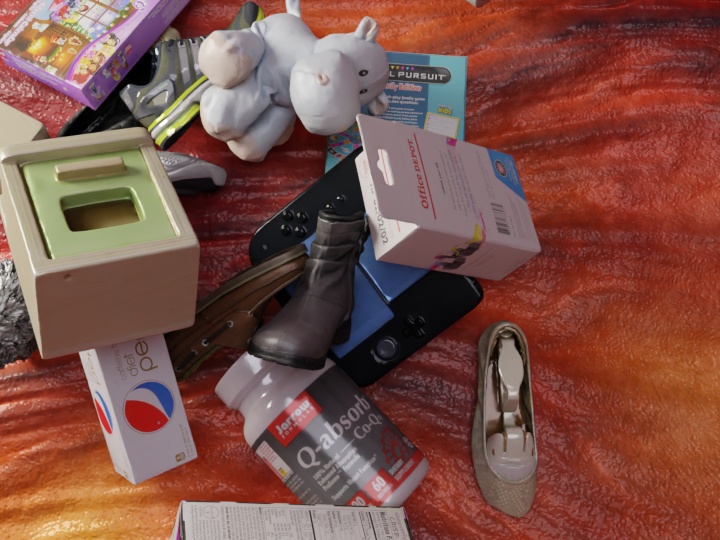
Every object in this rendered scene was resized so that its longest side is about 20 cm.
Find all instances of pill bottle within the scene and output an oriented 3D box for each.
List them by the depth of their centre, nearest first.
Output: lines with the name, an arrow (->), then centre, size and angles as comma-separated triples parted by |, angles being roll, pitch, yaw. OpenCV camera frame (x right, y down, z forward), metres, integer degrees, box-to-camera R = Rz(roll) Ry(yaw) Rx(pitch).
pill bottle -> -0.040, 0.157, 0.852 | 0.116, 0.116, 0.200 | -44, 82, -12

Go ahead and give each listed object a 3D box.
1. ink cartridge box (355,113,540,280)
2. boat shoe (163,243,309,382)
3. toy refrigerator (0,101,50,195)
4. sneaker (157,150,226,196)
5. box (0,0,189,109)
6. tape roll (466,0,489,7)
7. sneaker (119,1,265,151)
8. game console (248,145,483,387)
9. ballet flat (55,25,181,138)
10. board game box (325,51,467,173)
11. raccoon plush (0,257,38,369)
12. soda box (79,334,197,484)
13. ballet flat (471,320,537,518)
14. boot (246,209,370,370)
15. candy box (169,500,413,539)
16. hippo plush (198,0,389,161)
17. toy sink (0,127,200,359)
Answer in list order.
ink cartridge box -> 0.068, -0.066, 0.837 | 0.200, 0.068, 0.115 | 10, 57, -36
boat shoe -> -0.124, 0.044, 0.882 | 0.200, 0.072, 0.068 | -30, 92, 18
toy refrigerator -> -0.433, -0.155, 0.931 | 0.200, 0.070, 0.076 | 27, 69, 3
sneaker -> -0.241, -0.067, 0.920 | 0.199, 0.075, 0.114 | 0, 105, -27
box -> -0.282, -0.282, 0.960 | 0.137, 0.039, 0.200 | 27, 71, 20
tape roll -> 0.129, -0.410, 0.961 | 0.139, 0.203, 0.203 | 35, 76, 5
sneaker -> -0.175, -0.226, 0.944 | 0.081, 0.074, 0.200 | 41, 65, -14
game console -> 0.000, 0.000, 0.898 | 0.177, 0.031, 0.200 | -38, 87, 14
ballet flat -> -0.256, -0.187, 0.954 | 0.066, 0.057, 0.200 | 30, 76, 7
board game box -> 0.038, -0.139, 0.966 | 0.150, 0.047, 0.201 | 4, 76, -2
raccoon plush -> -0.338, 0.034, 0.825 | 0.097, 0.134, 0.200 | 33, 109, -12
soda box -> -0.221, 0.094, 0.837 | 0.068, 0.064, 0.201 | -20, 102, -31
ballet flat -> 0.146, 0.148, 0.893 | 0.067, 0.062, 0.201 | -3, 76, -4
boot -> -0.041, 0.009, 0.794 | 0.070, 0.200, 0.132 | 15, 101, 7
candy box -> -0.067, 0.264, 0.755 | 0.199, 0.137, 0.061 | 8, 36, -19
hippo plush -> -0.050, -0.184, 0.899 | 0.160, 0.160, 0.200 | 18, 45, 23
toy sink -> -0.232, -0.045, 0.756 | 0.130, 0.112, 0.200 | -11, 50, -24
